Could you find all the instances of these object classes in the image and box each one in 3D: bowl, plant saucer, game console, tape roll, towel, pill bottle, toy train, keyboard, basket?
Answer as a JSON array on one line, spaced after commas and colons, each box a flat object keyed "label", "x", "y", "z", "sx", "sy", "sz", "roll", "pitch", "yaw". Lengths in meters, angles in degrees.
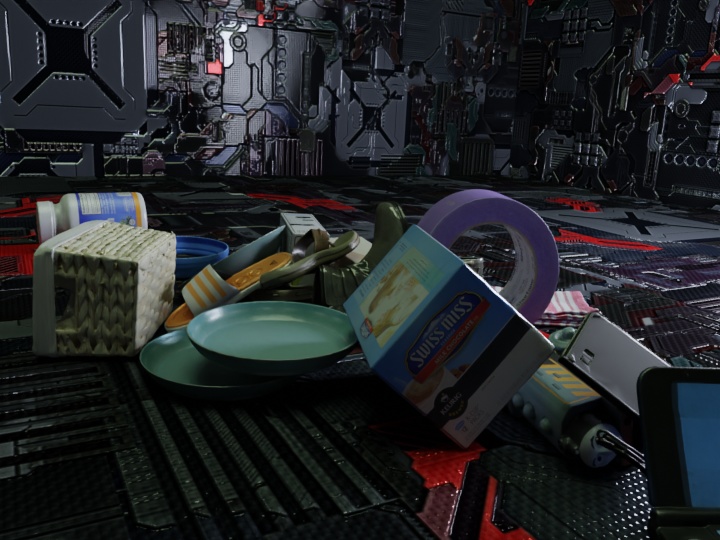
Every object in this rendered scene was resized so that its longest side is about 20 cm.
[{"label": "bowl", "x": -0.344, "y": -0.026, "z": 1.222, "sx": 0.196, "sy": 0.040, "sz": 0.201, "roll": 3, "pitch": 14, "yaw": -1}, {"label": "plant saucer", "x": -0.152, "y": 0.105, "z": 0.763, "sx": 0.196, "sy": 0.028, "sz": 0.200, "roll": 3, "pitch": 15, "yaw": -1}, {"label": "plant saucer", "x": -0.096, "y": 0.076, "z": 0.749, "sx": 0.196, "sy": 0.028, "sz": 0.200, "roll": 3, "pitch": 13, "yaw": -1}, {"label": "game console", "x": 0.317, "y": 0.157, "z": 0.465, "sx": 0.195, "sy": 0.121, "sz": 0.171, "roll": 1, "pitch": 14, "yaw": -4}, {"label": "tape roll", "x": 0.168, "y": -0.007, "z": 0.916, "sx": 0.195, "sy": 0.204, "sz": 0.085, "roll": 1, "pitch": 14, "yaw": -7}, {"label": "towel", "x": 0.273, "y": 0.052, "z": 1.065, "sx": 0.195, "sy": 0.031, "sz": 0.147, "roll": 4, "pitch": 13, "yaw": 3}, {"label": "plant saucer", "x": -0.199, "y": -0.008, "z": 1.067, "sx": 0.199, "sy": 0.039, "sz": 0.201, "roll": -29, "pitch": 4, "yaw": 2}, {"label": "pill bottle", "x": -0.537, "y": -0.097, "z": 1.316, "sx": 0.197, "sy": 0.115, "sz": 0.112, "roll": -6, "pitch": 16, "yaw": -30}, {"label": "toy train", "x": 0.211, "y": 0.126, "z": 0.661, "sx": 0.112, "sy": 0.087, "sz": 0.200, "roll": -14, "pitch": 21, "yaw": -12}, {"label": "keyboard", "x": 0.255, "y": 0.133, "z": 0.561, "sx": 0.199, "sy": 0.021, "sz": 0.127, "roll": 38, "pitch": 52, "yaw": 12}, {"label": "basket", "x": -0.319, "y": 0.021, "z": 0.848, "sx": 0.121, "sy": 0.139, "sz": 0.200, "roll": 6, "pitch": 13, "yaw": -3}]

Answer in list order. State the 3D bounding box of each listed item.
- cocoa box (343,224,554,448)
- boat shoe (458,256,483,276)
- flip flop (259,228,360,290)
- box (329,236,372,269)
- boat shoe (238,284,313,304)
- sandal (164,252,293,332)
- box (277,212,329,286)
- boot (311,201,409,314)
[{"label": "cocoa box", "x": 0.078, "y": 0.057, "z": 0.689, "sx": 0.131, "sy": 0.134, "sz": 0.200, "roll": 41, "pitch": 4, "yaw": -16}, {"label": "boat shoe", "x": 0.128, "y": -0.010, "z": 1.210, "sx": 0.196, "sy": 0.065, "sz": 0.071, "roll": 7, "pitch": 14, "yaw": 15}, {"label": "flip flop", "x": -0.071, "y": -0.027, "z": 0.927, "sx": 0.081, "sy": 0.058, "sz": 0.199, "roll": -29, "pitch": -1, "yaw": 42}, {"label": "box", "x": -0.002, "y": 0.012, "z": 1.035, "sx": 0.076, "sy": 0.097, "sz": 0.200, "roll": -2, "pitch": 13, "yaw": -19}, {"label": "boat shoe", "x": -0.124, "y": 0.037, "z": 0.969, "sx": 0.197, "sy": 0.064, "sz": 0.071, "roll": 9, "pitch": 17, "yaw": 29}, {"label": "sandal", "x": -0.191, "y": 0.012, "z": 0.924, "sx": 0.205, "sy": 0.060, "sz": 0.079, "roll": -32, "pitch": 28, "yaw": -19}, {"label": "box", "x": -0.100, "y": -0.024, "z": 1.105, "sx": 0.059, "sy": 0.119, "sz": 0.200, "roll": 2, "pitch": 14, "yaw": -14}, {"label": "boot", "x": 0.000, "y": 0.000, "z": 0.883, "sx": 0.128, "sy": 0.205, "sz": 0.068, "roll": 3, "pitch": -13, "yaw": -20}]
